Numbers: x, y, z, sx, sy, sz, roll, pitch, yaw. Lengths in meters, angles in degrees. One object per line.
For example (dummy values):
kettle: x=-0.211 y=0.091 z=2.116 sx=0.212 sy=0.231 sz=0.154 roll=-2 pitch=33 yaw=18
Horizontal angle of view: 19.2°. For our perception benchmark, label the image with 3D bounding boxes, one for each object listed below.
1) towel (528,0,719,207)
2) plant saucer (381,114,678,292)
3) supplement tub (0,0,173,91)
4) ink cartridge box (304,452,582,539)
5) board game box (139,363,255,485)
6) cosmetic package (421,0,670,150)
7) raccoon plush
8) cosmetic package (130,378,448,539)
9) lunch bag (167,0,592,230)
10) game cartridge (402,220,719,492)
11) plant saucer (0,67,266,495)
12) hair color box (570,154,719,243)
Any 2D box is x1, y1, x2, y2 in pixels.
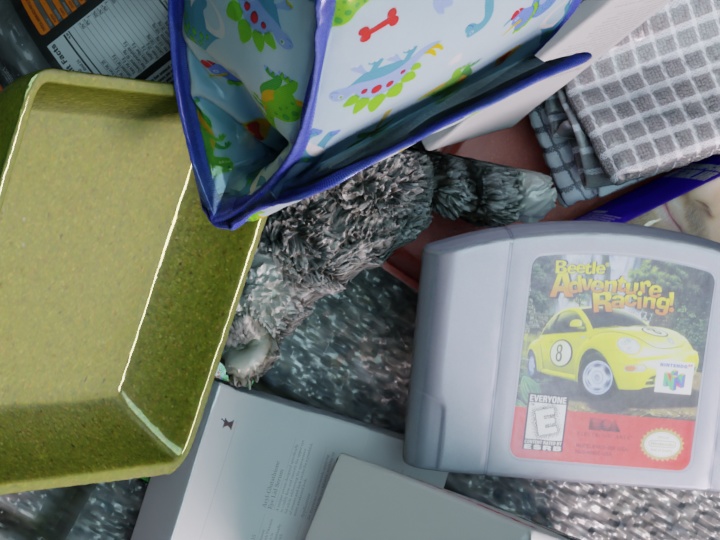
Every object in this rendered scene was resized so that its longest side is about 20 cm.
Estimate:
towel: x=0.177 y=-0.142 z=1.145 sx=0.199 sy=0.086 sz=0.166 roll=-20 pitch=98 yaw=-15
plant saucer: x=0.131 y=-0.039 z=1.200 sx=0.199 sy=0.037 sz=0.200 roll=33 pitch=84 yaw=-16
supplement tub: x=-0.098 y=-0.133 z=1.061 sx=0.200 sy=0.123 sz=0.123 roll=-36 pitch=103 yaw=10
ink cartridge box: x=0.084 y=0.173 z=1.102 sx=0.200 sy=0.146 sz=0.084 roll=25 pitch=84 yaw=-44
board game box: x=-0.089 y=0.014 z=1.143 sx=0.105 sy=0.023 sz=0.200 roll=32 pitch=83 yaw=-18
cosmetic package: x=0.087 y=-0.150 z=1.049 sx=0.074 sy=0.200 sz=0.102 roll=-19 pitch=76 yaw=-42
raccoon plush: x=0.000 y=0.000 z=1.104 sx=0.199 sy=0.097 sz=0.135 roll=11 pitch=96 yaw=-7
cosmetic package: x=-0.051 y=0.170 z=1.136 sx=0.150 sy=0.052 sz=0.201 roll=19 pitch=87 yaw=-31
lunch bag: x=0.010 y=-0.113 z=0.932 sx=0.170 sy=0.200 sz=0.128 roll=-27 pitch=64 yaw=-27
game cartridge: x=0.126 y=0.042 z=1.092 sx=0.199 sy=0.041 sz=0.134 roll=4 pitch=97 yaw=-5
plant saucer: x=-0.129 y=0.001 z=0.984 sx=0.200 sy=0.048 sz=0.200 roll=0 pitch=112 yaw=-57
hair color box: x=0.163 y=0.014 z=1.161 sx=0.200 sy=0.065 sz=0.110 roll=-26 pitch=101 yaw=-15
